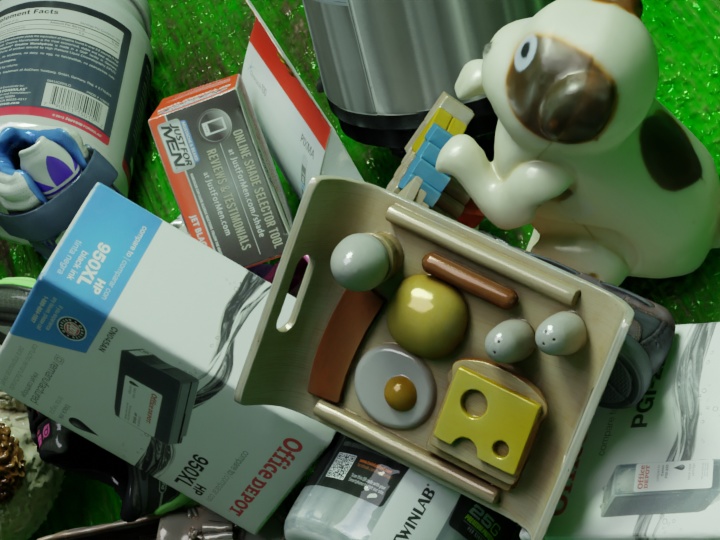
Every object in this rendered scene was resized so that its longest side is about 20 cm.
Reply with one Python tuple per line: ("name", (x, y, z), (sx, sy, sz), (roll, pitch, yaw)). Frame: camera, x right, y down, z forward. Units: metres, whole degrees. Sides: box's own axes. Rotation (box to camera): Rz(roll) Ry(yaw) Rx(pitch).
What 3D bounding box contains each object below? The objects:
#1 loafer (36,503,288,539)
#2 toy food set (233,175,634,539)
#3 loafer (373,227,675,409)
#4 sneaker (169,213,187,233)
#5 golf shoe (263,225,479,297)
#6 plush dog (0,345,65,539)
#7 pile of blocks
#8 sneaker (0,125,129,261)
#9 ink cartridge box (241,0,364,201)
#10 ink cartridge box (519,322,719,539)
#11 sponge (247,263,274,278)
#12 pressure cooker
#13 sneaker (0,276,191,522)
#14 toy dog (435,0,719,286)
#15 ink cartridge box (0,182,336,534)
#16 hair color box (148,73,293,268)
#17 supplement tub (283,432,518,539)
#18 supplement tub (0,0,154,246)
("loafer", (-0.129, 0.187, 1.558), (0.200, 0.063, 0.072), (-15, 48, 30))
("toy food set", (0.038, 0.050, 1.323), (0.200, 0.060, 0.144), (26, 107, 21))
("loafer", (0.085, 0.016, 1.376), (0.200, 0.072, 0.063), (24, 47, 22))
("sneaker", (-0.120, 0.043, 1.682), (0.081, 0.075, 0.200), (5, 61, 27))
("golf shoe", (0.000, 0.000, 1.554), (0.200, 0.092, 0.075), (-43, 57, -17))
("plush dog", (-0.244, 0.110, 1.668), (0.160, 0.200, 0.172), (3, 61, -1))
("pile of blocks", (0.045, -0.030, 1.504), (0.082, 0.062, 0.200), (-43, 17, 56))
("sneaker", (-0.172, -0.022, 1.569), (0.081, 0.146, 0.200), (-44, 49, -7))
("ink cartridge box", (-0.050, -0.102, 1.641), (0.047, 0.200, 0.160), (-33, 40, 0))
("ink cartridge box", (0.205, 0.106, 1.340), (0.200, 0.085, 0.146), (-7, 52, 38))
("sponge", (-0.077, 0.048, 1.613), (0.200, 0.030, 0.112), (11, 63, 20))
("pressure cooker", (0.048, -0.170, 1.635), (0.179, 0.200, 0.176), (-12, 24, 4))
("sneaker", (-0.186, 0.081, 1.560), (0.084, 0.077, 0.200), (-36, 70, -29))
("toy dog", (0.137, -0.075, 1.446), (0.194, 0.200, 0.140), (12, 56, 30))
("ink cartridge box", (-0.110, 0.057, 1.472), (0.084, 0.200, 0.145), (-63, 6, -36))
("hair color box", (-0.089, -0.065, 1.579), (0.064, 0.111, 0.200), (-20, 7, -1))
("supplement tub", (0.052, 0.104, 1.437), (0.123, 0.123, 0.200), (13, 65, 45))
("supplement tub", (-0.237, -0.131, 1.867), (0.140, 0.140, 0.200), (-17, 46, 28))
